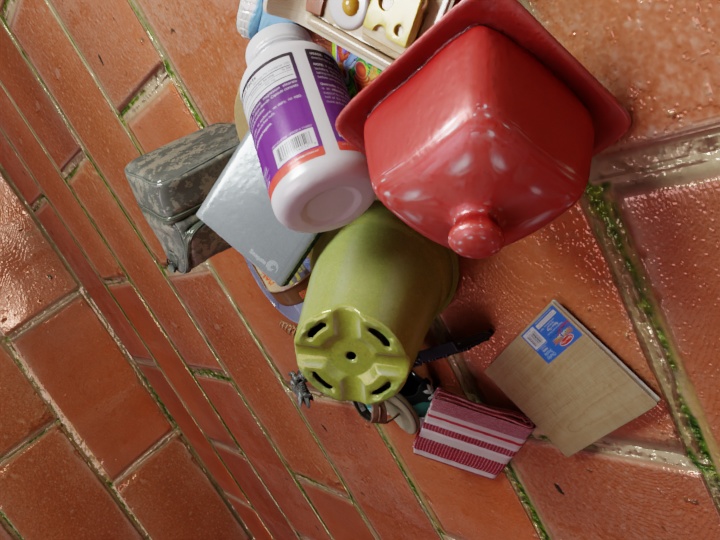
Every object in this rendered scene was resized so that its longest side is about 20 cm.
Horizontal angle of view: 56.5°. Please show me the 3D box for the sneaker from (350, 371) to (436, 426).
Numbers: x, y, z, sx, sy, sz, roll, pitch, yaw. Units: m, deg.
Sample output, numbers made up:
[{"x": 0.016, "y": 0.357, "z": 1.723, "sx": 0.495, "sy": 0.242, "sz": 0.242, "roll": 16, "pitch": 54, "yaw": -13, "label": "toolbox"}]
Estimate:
[{"x": 0.049, "y": 0.187, "z": 1.071, "sx": 0.197, "sy": 0.071, "sz": 0.081, "roll": 2, "pitch": 125, "yaw": 44, "label": "sneaker"}]

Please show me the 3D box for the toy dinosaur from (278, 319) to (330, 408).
[{"x": -0.067, "y": 0.165, "z": 1.213, "sx": 0.202, "sy": 0.100, "sz": 0.137, "roll": 58, "pitch": 140, "yaw": 26, "label": "toy dinosaur"}]

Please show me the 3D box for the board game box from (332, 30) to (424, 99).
[{"x": 0.055, "y": -0.192, "z": 0.675, "sx": 0.198, "sy": 0.045, "sz": 0.136, "roll": 36, "pitch": 147, "yaw": 27, "label": "board game box"}]

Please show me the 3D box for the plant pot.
[{"x": 0.009, "y": 0.043, "z": 0.777, "sx": 0.195, "sy": 0.186, "sz": 0.205, "roll": 7, "pitch": 125, "yaw": 11, "label": "plant pot"}]

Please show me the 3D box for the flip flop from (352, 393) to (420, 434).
[{"x": 0.013, "y": 0.181, "z": 0.950, "sx": 0.080, "sy": 0.058, "sz": 0.200, "roll": 18, "pitch": 159, "yaw": 49, "label": "flip flop"}]

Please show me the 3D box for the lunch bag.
[{"x": -0.228, "y": -0.109, "z": 1.013, "sx": 0.138, "sy": 0.198, "sz": 0.171, "roll": 24, "pitch": 137, "yaw": 42, "label": "lunch bag"}]

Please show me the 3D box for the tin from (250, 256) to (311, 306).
[{"x": -0.099, "y": -0.018, "z": 0.975, "sx": 0.042, "sy": 0.111, "sz": 0.200, "roll": 56, "pitch": 176, "yaw": -31, "label": "tin"}]

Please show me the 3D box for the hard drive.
[{"x": -0.086, "y": -0.104, "z": 0.781, "sx": 0.139, "sy": 0.202, "sz": 0.033, "roll": 37, "pitch": -170, "yaw": 10, "label": "hard drive"}]

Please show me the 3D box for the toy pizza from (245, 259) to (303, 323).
[{"x": -0.138, "y": 0.005, "z": 1.167, "sx": 0.199, "sy": 0.031, "sz": 0.203, "roll": 40, "pitch": 150, "yaw": 28, "label": "toy pizza"}]

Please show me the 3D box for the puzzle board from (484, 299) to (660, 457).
[{"x": 0.241, "y": 0.133, "z": 0.794, "sx": 0.151, "sy": 0.017, "sz": 0.201, "roll": 46, "pitch": 149, "yaw": 14, "label": "puzzle board"}]

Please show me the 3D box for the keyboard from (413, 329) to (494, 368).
[{"x": 0.081, "y": 0.116, "z": 0.893, "sx": 0.199, "sy": 0.124, "sz": 0.021, "roll": -33, "pitch": 72, "yaw": 60, "label": "keyboard"}]

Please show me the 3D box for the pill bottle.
[{"x": -0.058, "y": -0.149, "z": 0.682, "sx": 0.113, "sy": 0.110, "sz": 0.204, "roll": 115, "pitch": 141, "yaw": -58, "label": "pill bottle"}]

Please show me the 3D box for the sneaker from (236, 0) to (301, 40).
[{"x": -0.074, "y": -0.317, "z": 0.716, "sx": 0.089, "sy": 0.079, "sz": 0.201, "roll": 29, "pitch": 152, "yaw": 1, "label": "sneaker"}]

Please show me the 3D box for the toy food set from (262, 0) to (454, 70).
[{"x": 0.002, "y": -0.265, "z": 0.597, "sx": 0.199, "sy": 0.060, "sz": 0.146, "roll": 37, "pitch": 120, "yaw": 26, "label": "toy food set"}]

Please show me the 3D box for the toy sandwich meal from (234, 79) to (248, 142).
[{"x": -0.088, "y": -0.171, "z": 0.882, "sx": 0.204, "sy": 0.070, "sz": 0.208, "roll": 36, "pitch": 144, "yaw": 31, "label": "toy sandwich meal"}]

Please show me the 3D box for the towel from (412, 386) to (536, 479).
[{"x": 0.157, "y": 0.242, "z": 0.973, "sx": 0.141, "sy": 0.023, "sz": 0.202, "roll": 18, "pitch": 144, "yaw": 5, "label": "towel"}]

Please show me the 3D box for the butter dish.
[{"x": 0.095, "y": -0.079, "z": 0.546, "sx": 0.197, "sy": 0.151, "sz": 0.198, "roll": 29, "pitch": 142, "yaw": -29, "label": "butter dish"}]
